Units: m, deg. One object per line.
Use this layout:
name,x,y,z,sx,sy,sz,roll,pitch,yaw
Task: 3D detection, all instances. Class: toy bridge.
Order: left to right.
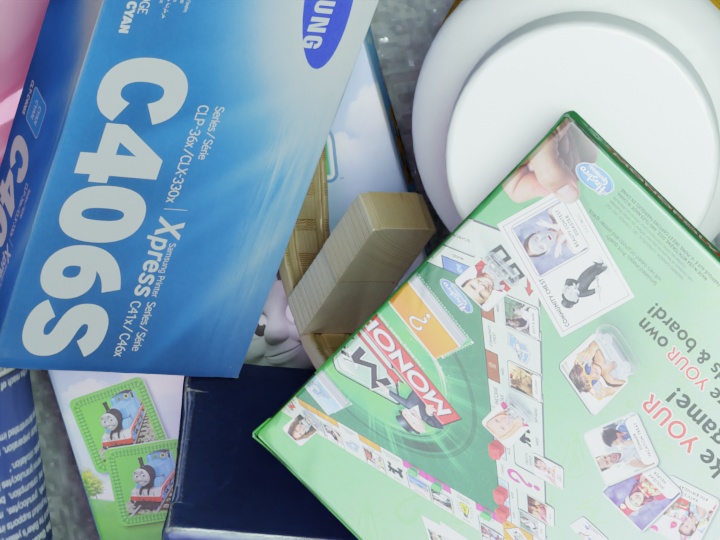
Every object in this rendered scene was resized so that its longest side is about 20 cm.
toy bridge,0.000,0.000,0.921,0.027,0.200,0.067,1,144,-31

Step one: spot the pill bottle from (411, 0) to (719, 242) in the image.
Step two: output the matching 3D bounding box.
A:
pill bottle,0.075,-0.054,0.906,0.111,0.200,0.111,1,102,6

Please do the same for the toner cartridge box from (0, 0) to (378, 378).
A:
toner cartridge box,-0.060,-0.055,0.902,0.095,0.043,0.200,2,126,-27

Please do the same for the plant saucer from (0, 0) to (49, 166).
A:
plant saucer,-0.153,-0.095,0.888,0.200,0.051,0.201,-14,133,-16

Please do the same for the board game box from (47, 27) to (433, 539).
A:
board game box,-0.044,0.014,1.018,0.151,0.037,0.200,-15,99,9

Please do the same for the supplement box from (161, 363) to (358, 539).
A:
supplement box,-0.019,0.147,0.977,0.109,0.109,0.200,5,119,-2

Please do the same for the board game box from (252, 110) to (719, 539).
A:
board game box,0.086,0.070,0.800,0.200,0.029,0.135,45,101,2

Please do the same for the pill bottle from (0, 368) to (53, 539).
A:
pill bottle,-0.170,0.094,1.010,0.111,0.111,0.200,-6,102,7
